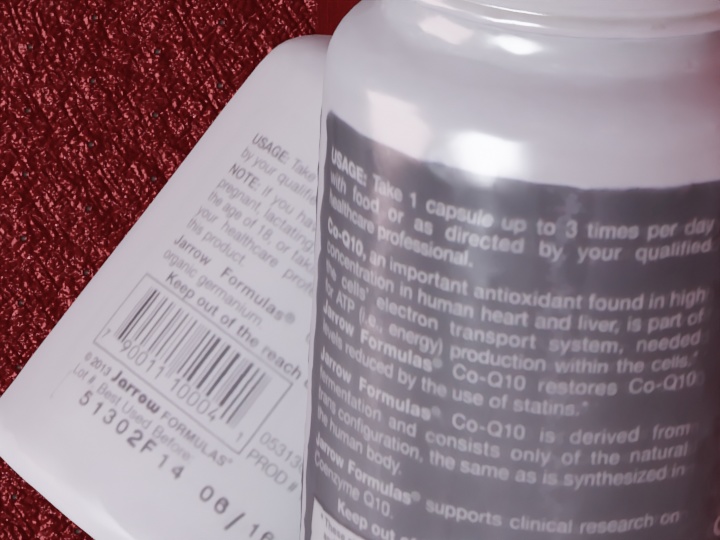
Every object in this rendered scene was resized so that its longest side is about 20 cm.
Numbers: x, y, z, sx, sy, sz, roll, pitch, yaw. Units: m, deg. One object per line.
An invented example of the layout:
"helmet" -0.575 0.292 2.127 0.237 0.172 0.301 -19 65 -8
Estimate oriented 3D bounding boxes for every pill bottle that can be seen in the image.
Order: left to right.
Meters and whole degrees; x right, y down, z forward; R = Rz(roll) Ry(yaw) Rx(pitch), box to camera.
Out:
"pill bottle" 0.000 0.000 0.801 0.200 0.114 0.114 -53 2 -4
"pill bottle" 0.045 -0.005 0.683 0.113 0.113 0.201 -98 10 -67
